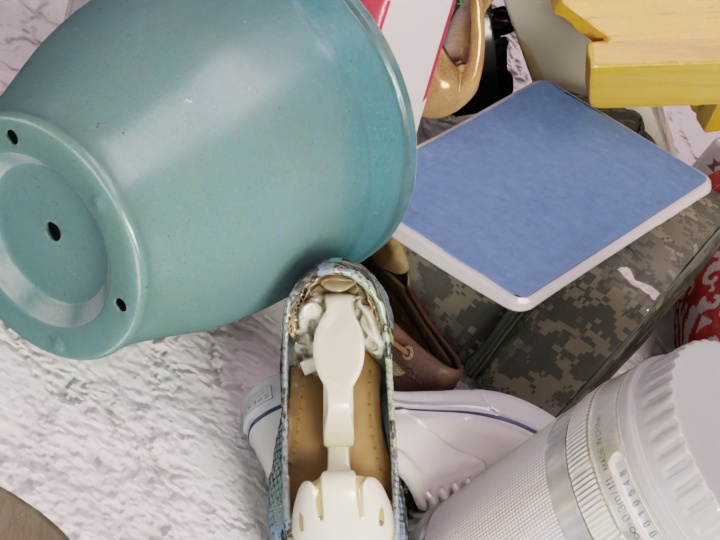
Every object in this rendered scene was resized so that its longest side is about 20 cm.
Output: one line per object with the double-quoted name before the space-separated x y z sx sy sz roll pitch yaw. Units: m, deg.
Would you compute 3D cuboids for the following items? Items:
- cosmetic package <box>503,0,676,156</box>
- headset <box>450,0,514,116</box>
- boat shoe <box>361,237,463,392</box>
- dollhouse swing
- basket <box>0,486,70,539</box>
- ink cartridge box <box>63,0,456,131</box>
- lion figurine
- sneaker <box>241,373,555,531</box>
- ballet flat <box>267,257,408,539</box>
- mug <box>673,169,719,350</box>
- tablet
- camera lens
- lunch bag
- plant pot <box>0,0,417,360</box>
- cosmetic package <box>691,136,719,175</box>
"cosmetic package" 0.147 -0.142 1.703 0.105 0.071 0.201 -82 153 -66
"headset" 0.073 -0.163 1.683 0.200 0.094 0.124 171 -91 -84
"boat shoe" 0.000 0.000 1.476 0.072 0.072 0.200 7 44 -42
"dollhouse swing" 0.161 -0.185 1.591 0.181 0.176 0.201 -4 73 -21
"basket" -0.189 0.189 0.990 0.180 0.136 0.200 29 36 -27
"ink cartridge box" -0.061 -0.137 1.458 0.200 0.145 0.084 30 29 24
"lion figurine" 0.015 -0.114 1.500 0.072 0.200 0.123 -10 92 -35
"sneaker" 0.028 0.106 1.388 0.199 0.073 0.071 7 52 -28
"ballet flat" -0.013 0.089 1.286 0.074 0.074 0.201 7 72 -42
"mug" 0.263 0.027 1.634 0.133 0.178 0.200 20 39 -6
"tablet" 0.096 -0.044 1.453 0.130 0.014 0.200 33 40 24
"camera lens" 0.132 0.147 1.295 0.160 0.200 0.160 33 36 -27
"lunch bag" 0.111 -0.020 1.560 0.168 0.140 0.200 39 33 8
"plant pot" -0.105 -0.051 1.335 0.200 0.200 0.188 46 46 9
"cosmetic package" 0.305 -0.052 1.856 0.113 0.081 0.200 47 33 12
